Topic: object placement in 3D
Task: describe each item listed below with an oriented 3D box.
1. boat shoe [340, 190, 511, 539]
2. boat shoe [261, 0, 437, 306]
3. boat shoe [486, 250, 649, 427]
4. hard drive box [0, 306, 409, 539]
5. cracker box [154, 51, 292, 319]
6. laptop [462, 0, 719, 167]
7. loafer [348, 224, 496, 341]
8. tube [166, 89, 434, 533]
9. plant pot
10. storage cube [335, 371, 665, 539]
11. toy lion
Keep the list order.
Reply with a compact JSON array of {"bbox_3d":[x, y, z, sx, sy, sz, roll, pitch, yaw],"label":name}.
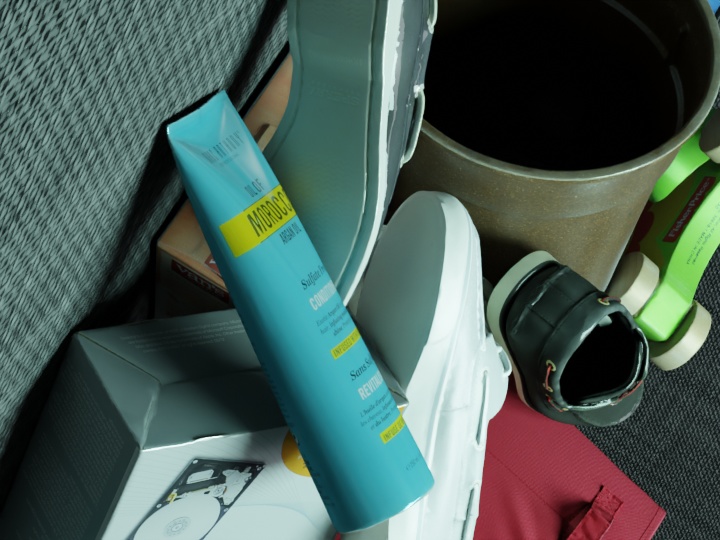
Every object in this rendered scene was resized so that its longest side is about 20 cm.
[{"bbox_3d":[0.040,0.060,1.082,0.072,0.068,0.202,17,-75,58],"label":"boat shoe"},{"bbox_3d":[-0.006,-0.070,1.018,0.060,0.073,0.202,-22,123,-55],"label":"boat shoe"},{"bbox_3d":[0.130,0.055,1.260,0.074,0.063,0.201,-49,153,-4],"label":"boat shoe"},{"bbox_3d":[-0.088,0.115,1.075,0.155,0.077,0.201,-8,140,-36],"label":"hard drive box"},{"bbox_3d":[-0.051,-0.018,1.157,0.134,0.057,0.200,-56,173,-19],"label":"cracker box"},{"bbox_3d":[0.131,-0.158,1.439,0.200,0.176,0.104,-54,172,-46],"label":"laptop"},{"bbox_3d":[0.028,0.024,1.176,0.200,0.069,0.070,31,61,-61],"label":"loafer"},{"bbox_3d":[-0.031,0.018,0.977,0.050,0.201,0.077,-24,-172,15],"label":"tube"},{"bbox_3d":[0.094,-0.074,1.276,0.201,0.199,0.199,-56,164,-32],"label":"plant pot"},{"bbox_3d":[0.046,0.171,1.322,0.200,0.180,0.171,-51,175,34],"label":"storage cube"},{"bbox_3d":[0.181,-0.020,1.429,0.201,0.069,0.191,-55,-160,-8],"label":"toy lion"}]
